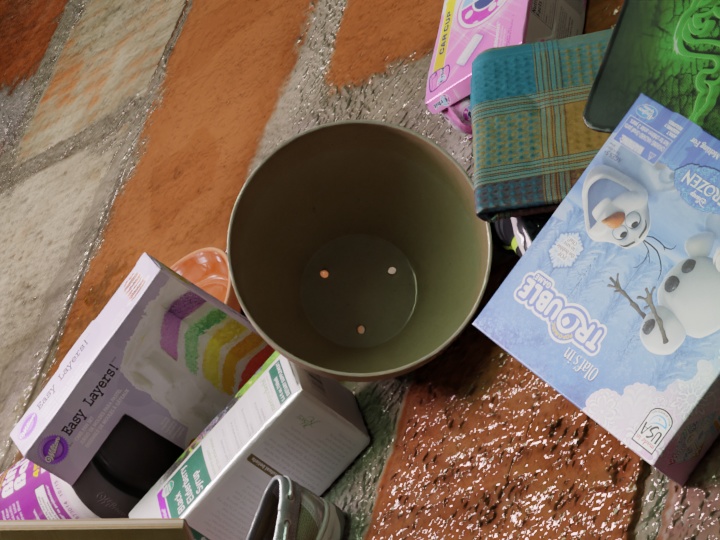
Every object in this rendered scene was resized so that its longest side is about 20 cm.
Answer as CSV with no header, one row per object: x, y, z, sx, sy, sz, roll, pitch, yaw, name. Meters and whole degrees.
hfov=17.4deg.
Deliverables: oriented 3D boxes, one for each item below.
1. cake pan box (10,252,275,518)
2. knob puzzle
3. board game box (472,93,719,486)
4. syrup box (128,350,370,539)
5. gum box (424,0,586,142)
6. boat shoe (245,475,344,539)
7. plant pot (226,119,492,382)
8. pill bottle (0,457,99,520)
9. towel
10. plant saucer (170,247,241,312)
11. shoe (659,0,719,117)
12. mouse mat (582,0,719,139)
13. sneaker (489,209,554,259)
-0.159,0.114,1.923,0.200,0.184,0.052,-52,26,2,cake pan box
-0.199,0.250,1.836,0.219,0.219,0.031,-34,34,35,knob puzzle
0.198,0.008,1.550,0.199,0.043,0.200,-55,44,3,board game box
-0.090,0.165,1.864,0.200,0.081,0.079,-47,26,13,syrup box
0.126,-0.209,1.961,0.113,0.066,0.200,-30,35,39,gum box
-0.085,0.253,1.768,0.202,0.065,0.074,-60,26,-11,boat shoe
0.000,0.000,1.826,0.201,0.200,0.135,-61,-8,-14,plant pot
-0.274,0.216,2.075,0.200,0.112,0.112,-35,32,34,pill bottle
0.155,-0.111,1.763,0.146,0.022,0.200,-8,40,9,towel
-0.174,0.071,2.171,0.200,0.032,0.201,-40,29,27,plant saucer
0.257,-0.155,1.707,0.070,0.053,0.200,84,-155,-58,shoe
0.257,-0.170,1.667,0.160,0.008,0.200,9,60,24,mouse mat
0.134,-0.038,1.776,0.200,0.071,0.083,-103,20,-52,sneaker
